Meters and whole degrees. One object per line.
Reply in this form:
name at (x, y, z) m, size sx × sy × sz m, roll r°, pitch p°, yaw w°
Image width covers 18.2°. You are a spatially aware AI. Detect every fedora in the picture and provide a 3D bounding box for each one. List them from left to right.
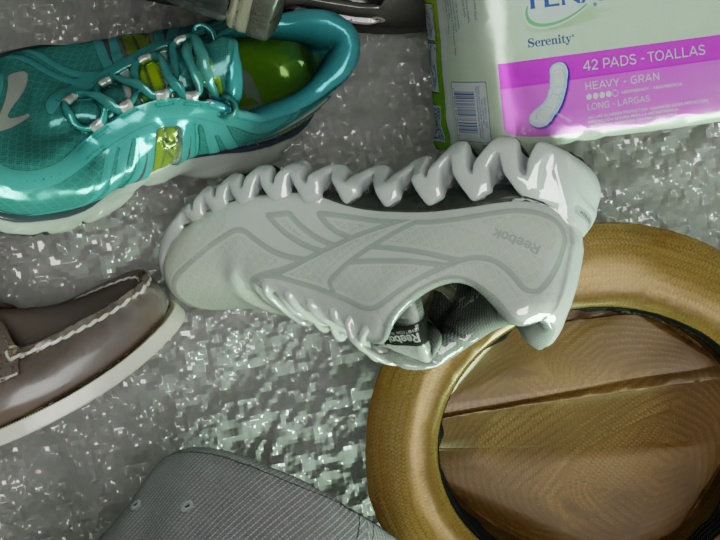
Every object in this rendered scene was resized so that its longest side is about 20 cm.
fedora at (-0.056, 0.133, 0.939) m, size 0.177 × 0.200 × 0.091 m, roll 30°, pitch 64°, yaw -28°
fedora at (0.098, 0.069, 0.976) m, size 0.200 × 0.082 × 0.202 m, roll -1°, pitch 97°, yaw -6°

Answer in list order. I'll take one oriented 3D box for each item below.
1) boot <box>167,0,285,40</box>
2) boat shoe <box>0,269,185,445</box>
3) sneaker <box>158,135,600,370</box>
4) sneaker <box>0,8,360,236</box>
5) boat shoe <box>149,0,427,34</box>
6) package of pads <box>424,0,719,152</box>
boot at (-0.088, -0.192, 0.898) m, size 0.150 × 0.073 × 0.201 m, roll 10°, pitch 66°, yaw -4°
boat shoe at (-0.172, 0.047, 0.952) m, size 0.199 × 0.072 × 0.060 m, roll -27°, pitch 102°, yaw 3°
sneaker at (0.000, 0.000, 0.915) m, size 0.199 × 0.075 × 0.081 m, roll -8°, pitch 65°, yaw 31°
sneaker at (-0.085, -0.071, 0.898) m, size 0.200 × 0.080 × 0.078 m, roll -21°, pitch 85°, yaw -40°
boat shoe at (-0.015, -0.134, 0.952) m, size 0.199 × 0.057 × 0.067 m, roll 1°, pitch 97°, yaw -6°
package of pads at (0.121, -0.138, 0.939) m, size 0.199 × 0.068 × 0.155 m, roll -10°, pitch 99°, yaw -21°
